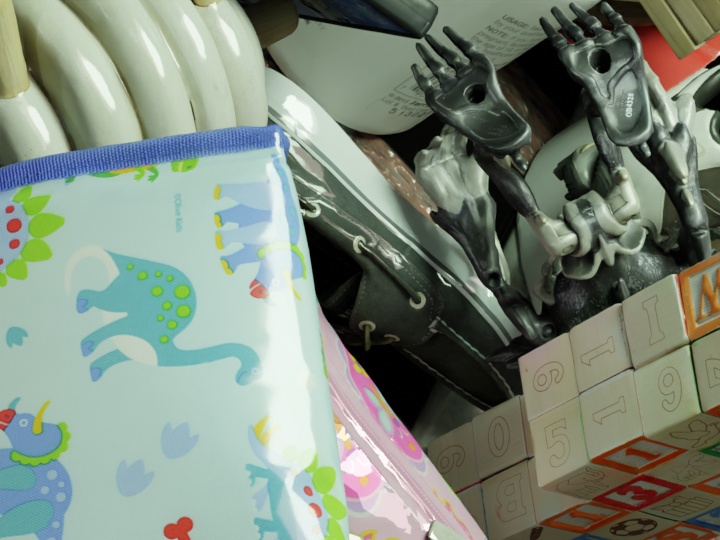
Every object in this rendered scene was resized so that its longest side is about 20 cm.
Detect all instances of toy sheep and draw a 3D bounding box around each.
[{"bbox_3d":[-0.099,-0.066,0.907,0.200,0.138,0.138,-25,84,-31],"label":"toy sheep"}]

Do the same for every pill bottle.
[{"bbox_3d":[0.054,-0.152,1.074,0.114,0.200,0.115,26,48,-34],"label":"pill bottle"}]

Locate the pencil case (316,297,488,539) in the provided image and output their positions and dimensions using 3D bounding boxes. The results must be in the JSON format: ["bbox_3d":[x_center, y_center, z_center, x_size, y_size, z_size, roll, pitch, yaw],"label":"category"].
[{"bbox_3d":[-0.015,0.073,0.944,0.200,0.087,0.087,53,39,-4],"label":"pencil case"}]

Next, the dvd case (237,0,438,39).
[{"bbox_3d":[-0.069,-0.142,0.967,0.143,0.200,0.018,32,84,-28],"label":"dvd case"}]

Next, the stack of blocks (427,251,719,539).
[{"bbox_3d":[0.117,0.067,0.995,0.115,0.200,0.059,17,56,-39],"label":"stack of blocks"}]

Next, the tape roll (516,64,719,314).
[{"bbox_3d":[0.171,0.004,1.199,0.202,0.071,0.203,27,47,-33],"label":"tape roll"}]

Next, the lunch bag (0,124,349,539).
[{"bbox_3d":[-0.107,0.061,0.798,0.199,0.128,0.170,-8,68,-3],"label":"lunch bag"}]

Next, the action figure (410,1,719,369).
[{"bbox_3d":[0.086,-0.033,0.977,0.200,0.119,0.102,66,5,-57],"label":"action figure"}]

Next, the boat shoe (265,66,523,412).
[{"bbox_3d":[0.000,0.000,1.032,0.200,0.069,0.057,44,62,-16],"label":"boat shoe"}]

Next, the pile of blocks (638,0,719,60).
[{"bbox_3d":[0.113,-0.179,1.136,0.200,0.082,0.062,35,36,16],"label":"pile of blocks"}]

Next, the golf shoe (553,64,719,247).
[{"bbox_3d":[0.176,-0.057,1.116,0.078,0.094,0.200,58,37,2],"label":"golf shoe"}]

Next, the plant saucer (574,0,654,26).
[{"bbox_3d":[0.117,-0.188,1.217,0.199,0.030,0.200,5,48,-6],"label":"plant saucer"}]

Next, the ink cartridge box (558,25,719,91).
[{"bbox_3d":[0.136,-0.172,1.243,0.161,0.050,0.200,33,33,18],"label":"ink cartridge box"}]

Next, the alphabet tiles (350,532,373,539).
[{"bbox_3d":[-0.044,0.158,0.854,0.200,0.006,0.167,20,59,-13],"label":"alphabet tiles"}]
